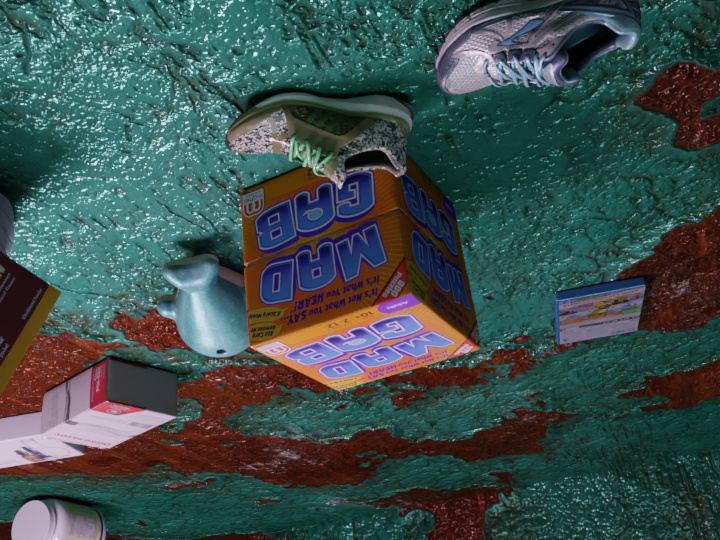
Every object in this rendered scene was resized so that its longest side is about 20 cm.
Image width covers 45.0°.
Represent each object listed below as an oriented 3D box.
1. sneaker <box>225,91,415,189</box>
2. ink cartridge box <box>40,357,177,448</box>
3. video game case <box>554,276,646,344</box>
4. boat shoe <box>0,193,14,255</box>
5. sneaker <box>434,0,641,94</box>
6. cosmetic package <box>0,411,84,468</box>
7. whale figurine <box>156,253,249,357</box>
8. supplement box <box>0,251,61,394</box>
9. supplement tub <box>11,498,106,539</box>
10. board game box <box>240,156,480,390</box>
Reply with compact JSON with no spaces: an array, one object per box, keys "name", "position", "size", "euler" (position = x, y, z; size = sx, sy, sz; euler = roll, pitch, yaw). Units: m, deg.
[{"name":"sneaker","position":[-0.038,-0.127,0.888],"size":[0.199,0.089,0.077],"euler":[-4,153,-4]},{"name":"ink cartridge box","position":[-0.434,0.232,1.500],"size":[0.200,0.083,0.147],"euler":[-27,147,33]},{"name":"video game case","position":[0.399,0.071,1.460],"size":[0.142,0.018,0.200],"euler":[-11,153,8]},{"name":"boat shoe","position":[-0.437,-0.071,0.943],"size":[0.071,0.072,0.200],"euler":[14,153,5]},{"name":"sneaker","position":[0.158,-0.203,0.789],"size":[0.199,0.087,0.078],"euler":[-22,149,27]},{"name":"cosmetic package","position":[-0.658,0.329,1.674],"size":[0.199,0.052,0.151],"euler":[-10,150,7]},{"name":"whale figurine","position":[-0.201,0.051,1.179],"size":[0.158,0.104,0.200],"euler":[-9,153,4]},{"name":"supplement box","position":[-0.467,0.021,0.904],"size":[0.199,0.133,0.197],"euler":[5,151,42]},{"name":"supplement tub","position":[-0.753,0.652,2.175],"size":[0.144,0.146,0.200],"euler":[-18,151,20]},{"name":"board game box","position":[0.000,0.000,1.024],"size":[0.199,0.201,0.200],"euler":[-19,151,22]}]
